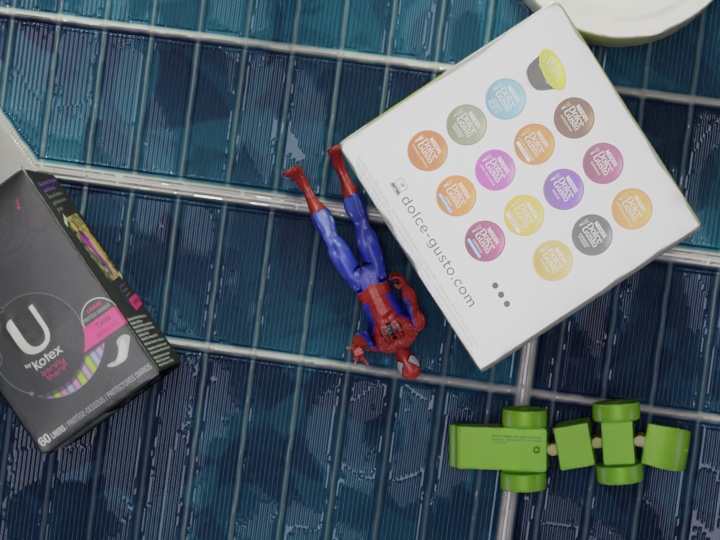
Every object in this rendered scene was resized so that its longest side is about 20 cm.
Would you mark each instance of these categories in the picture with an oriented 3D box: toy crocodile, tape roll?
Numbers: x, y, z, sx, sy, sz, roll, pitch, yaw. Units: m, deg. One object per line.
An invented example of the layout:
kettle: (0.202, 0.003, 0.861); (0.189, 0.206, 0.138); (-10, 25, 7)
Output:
toy crocodile: (0.170, 0.142, 1.465); (0.198, 0.062, 0.068); (-4, 91, 9)
tape roll: (0.210, -0.284, 1.443); (0.200, 0.071, 0.204); (0, 91, 5)

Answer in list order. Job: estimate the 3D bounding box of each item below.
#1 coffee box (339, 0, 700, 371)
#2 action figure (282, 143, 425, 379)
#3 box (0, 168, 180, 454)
coffee box: (0.121, -0.064, 1.389); (0.197, 0.200, 0.201); (-33, 89, 4)
action figure: (0.000, 0.000, 1.455); (0.065, 0.099, 0.201); (-26, 92, 6)
box: (-0.256, 0.032, 1.468); (0.122, 0.106, 0.201); (-35, 88, 4)
